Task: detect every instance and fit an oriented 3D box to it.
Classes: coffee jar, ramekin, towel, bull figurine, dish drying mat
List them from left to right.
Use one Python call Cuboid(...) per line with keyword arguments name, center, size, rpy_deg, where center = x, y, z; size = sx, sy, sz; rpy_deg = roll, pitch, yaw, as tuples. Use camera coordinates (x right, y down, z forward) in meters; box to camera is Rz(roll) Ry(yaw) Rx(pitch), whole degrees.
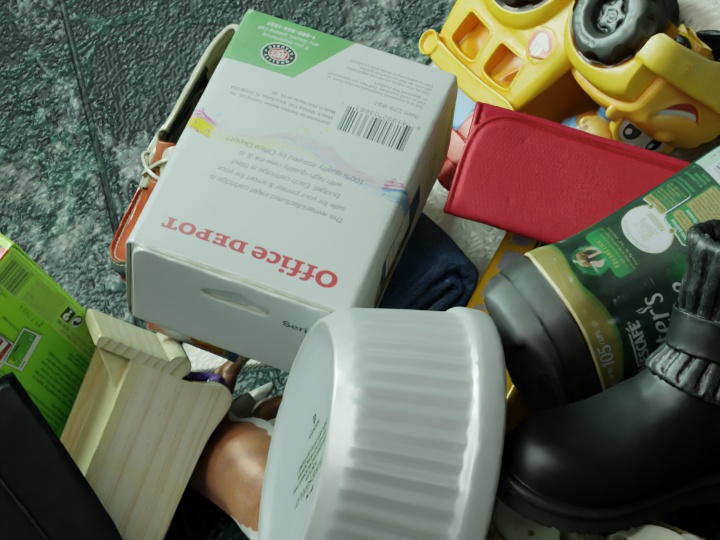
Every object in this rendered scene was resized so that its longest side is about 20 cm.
Cuboid(name="bull figurine", center=(-0.049, 0.125, 1.671), size=(0.121, 0.065, 0.200), rpy_deg=(-50, 47, -9))
Cuboid(name="towel", center=(0.000, 0.000, 1.715), size=(0.112, 0.049, 0.200), rpy_deg=(-42, 30, -2))
Cuboid(name="ramekin", center=(0.007, 0.112, 1.477), size=(0.202, 0.094, 0.202), rpy_deg=(-167, 90, -78))
Cuboid(name="dish drying mat", center=(0.157, -0.042, 1.604), size=(0.200, 0.018, 0.077), rpy_deg=(17, 76, 1))
Cuboid(name="coffee jar", center=(0.171, 0.007, 1.530), size=(0.200, 0.104, 0.085), rpy_deg=(-29, 49, -6))

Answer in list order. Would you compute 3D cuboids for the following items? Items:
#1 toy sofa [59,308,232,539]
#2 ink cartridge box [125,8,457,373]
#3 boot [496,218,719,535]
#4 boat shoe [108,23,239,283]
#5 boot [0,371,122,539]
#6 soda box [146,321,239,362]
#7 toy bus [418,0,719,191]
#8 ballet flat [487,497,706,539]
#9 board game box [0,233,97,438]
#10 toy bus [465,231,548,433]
Cuboid(name="toy sofa", center=(-0.163, 0.134, 1.691), size=(0.083, 0.098, 0.200), rpy_deg=(-135, 66, -75))
Cuboid(name="ink cartridge box", center=(-0.041, -0.045, 1.620), size=(0.145, 0.088, 0.200), rpy_deg=(19, 55, 8))
Cuboid(name="boot", center=(0.171, 0.053, 1.448), size=(0.079, 0.211, 0.158), rpy_deg=(45, 132, 41))
Cuboid(name="boat shoe", center=(-0.123, -0.081, 1.869), size=(0.071, 0.063, 0.200), rpy_deg=(23, 75, 40))
Cuboid(name="boot", center=(-0.226, 0.185, 1.610), size=(0.165, 0.200, 0.066), rpy_deg=(-37, 20, -14))
Cuboid(name="soda box", center=(-0.068, -0.041, 1.707), size=(0.068, 0.064, 0.200), rpy_deg=(20, 57, 14))
Cuboid(name="toy bus", center=(0.129, -0.115, 1.688), size=(0.192, 0.136, 0.200), rpy_deg=(-52, 47, 10))
Cuboid(name="ballet flat", center=(0.135, 0.154, 1.487), size=(0.200, 0.071, 0.071), rpy_deg=(24, 73, 22))
Cuboid(name="board game box", center=(-0.215, 0.064, 1.729), size=(0.102, 0.200, 0.048), rpy_deg=(-51, 45, -7))
Cuboid(name="toy bus", center=(0.091, 0.067, 1.618), size=(0.078, 0.065, 0.200), rpy_deg=(15, 68, 39))
